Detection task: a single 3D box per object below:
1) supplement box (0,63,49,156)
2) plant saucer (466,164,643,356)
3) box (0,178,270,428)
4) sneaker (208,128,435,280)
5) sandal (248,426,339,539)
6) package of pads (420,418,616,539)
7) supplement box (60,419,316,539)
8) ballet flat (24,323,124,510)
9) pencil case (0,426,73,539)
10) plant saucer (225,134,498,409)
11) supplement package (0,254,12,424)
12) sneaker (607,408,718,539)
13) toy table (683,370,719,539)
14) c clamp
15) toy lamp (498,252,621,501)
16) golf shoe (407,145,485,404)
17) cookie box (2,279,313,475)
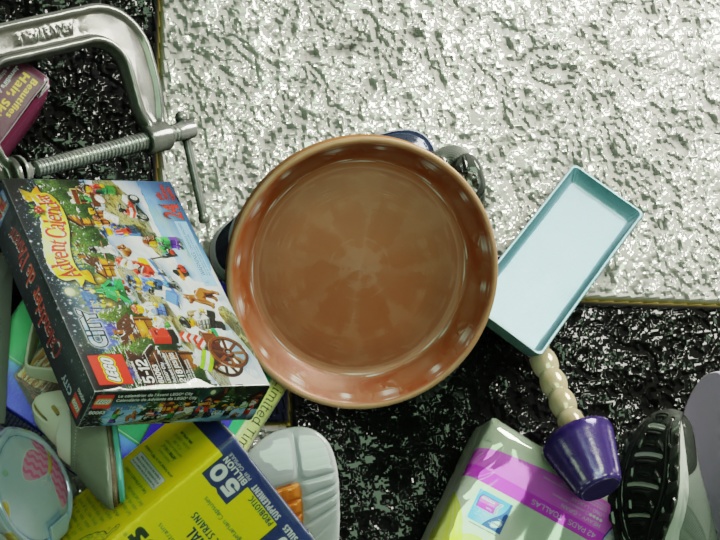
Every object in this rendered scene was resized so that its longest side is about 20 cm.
[{"bbox_3d":[-0.347,-0.134,1.696,0.200,0.103,0.131,37,70,-4],"label":"supplement box"},{"bbox_3d":[0.149,-0.007,1.785,0.070,0.019,0.200,35,45,5],"label":"plant saucer"},{"bbox_3d":[-0.161,0.019,1.600,0.136,0.038,0.201,0,46,-35],"label":"box"},{"bbox_3d":[-0.017,-0.054,1.755,0.199,0.108,0.070,-30,88,-17],"label":"sneaker"},{"bbox_3d":[-0.054,0.214,1.728,0.079,0.059,0.208,-4,102,-4],"label":"sandal"},{"bbox_3d":[0.117,0.236,1.752,0.154,0.068,0.201,30,73,-5],"label":"package of pads"},{"bbox_3d":[-0.146,0.203,1.602,0.200,0.109,0.109,-40,110,-7],"label":"supplement box"},{"bbox_3d":[-0.200,0.083,1.607,0.063,0.068,0.201,-4,51,-7],"label":"ballet flat"},{"bbox_3d":[-0.294,0.175,1.605,0.083,0.199,0.091,-12,81,-59],"label":"pencil case"},{"bbox_3d":[0.000,0.000,1.684,0.199,0.032,0.202,-2,103,-10],"label":"plant saucer"},{"bbox_3d":[-0.357,0.042,1.615,0.198,0.120,0.122,-2,78,13],"label":"supplement package"},{"bbox_3d":[0.236,0.202,1.726,0.079,0.074,0.202,-6,94,-35],"label":"sneaker"},{"bbox_3d":[0.319,0.162,1.765,0.116,0.201,0.184,-7,43,-18],"label":"toy table"},{"bbox_3d":[-0.200,-0.107,1.675,0.199,0.027,0.172,-11,91,-38],"label":"c clamp"},{"bbox_3d":[0.144,0.082,1.758,0.058,0.058,0.201,-13,57,-15],"label":"toy lamp"},{"bbox_3d":[0.060,0.002,1.783,0.077,0.095,0.201,15,102,4],"label":"golf shoe"},{"bbox_3d":[-0.164,0.074,1.714,0.199,0.075,0.172,34,74,-5],"label":"cookie box"}]
